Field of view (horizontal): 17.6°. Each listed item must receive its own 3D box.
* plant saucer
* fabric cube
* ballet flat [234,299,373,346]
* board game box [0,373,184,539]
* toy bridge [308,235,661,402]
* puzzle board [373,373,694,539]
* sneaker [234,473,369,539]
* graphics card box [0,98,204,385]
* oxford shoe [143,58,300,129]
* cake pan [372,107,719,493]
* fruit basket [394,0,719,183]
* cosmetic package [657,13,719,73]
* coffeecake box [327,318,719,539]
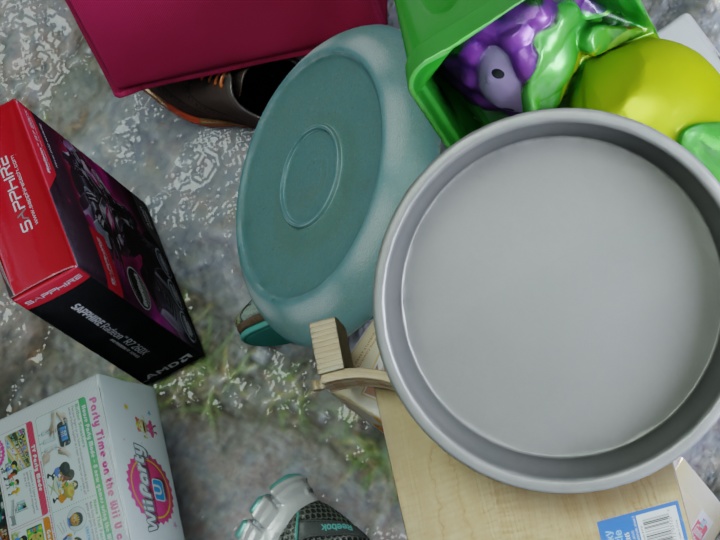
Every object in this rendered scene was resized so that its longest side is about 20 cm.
[{"bbox_3d":[-0.022,-0.054,1.400,0.200,0.027,0.200,-28,55,50],"label":"plant saucer"},{"bbox_3d":[-0.098,-0.261,1.487,0.196,0.199,0.200,-11,45,14],"label":"fabric cube"},{"bbox_3d":[0.000,0.000,1.443,0.200,0.069,0.071,-13,76,44],"label":"ballet flat"},{"bbox_3d":[-0.211,0.170,1.461,0.200,0.064,0.148,-24,66,27],"label":"board game box"},{"bbox_3d":[0.068,0.039,1.269,0.200,0.027,0.067,-16,69,11],"label":"toy bridge"},{"bbox_3d":[0.098,0.130,1.253,0.151,0.017,0.200,-17,68,11],"label":"puzzle board"},{"bbox_3d":[-0.059,0.227,1.413,0.091,0.078,0.200,30,90,12],"label":"sneaker"},{"bbox_3d":[-0.174,-0.014,1.461,0.051,0.200,0.126,-28,65,8],"label":"graphics card box"},{"bbox_3d":[-0.081,-0.130,1.539,0.200,0.073,0.071,20,79,23],"label":"oxford shoe"},{"bbox_3d":[0.107,0.015,1.222,0.200,0.037,0.201,0,93,4],"label":"cake pan"},{"bbox_3d":[0.128,-0.086,1.306,0.155,0.216,0.216,-32,65,5],"label":"fruit basket"},{"bbox_3d":[0.150,-0.056,1.439,0.200,0.074,0.102,-32,65,4],"label":"cosmetic package"},{"bbox_3d":[0.101,0.106,1.353,0.200,0.154,0.073,30,84,25],"label":"coffeecake box"}]
